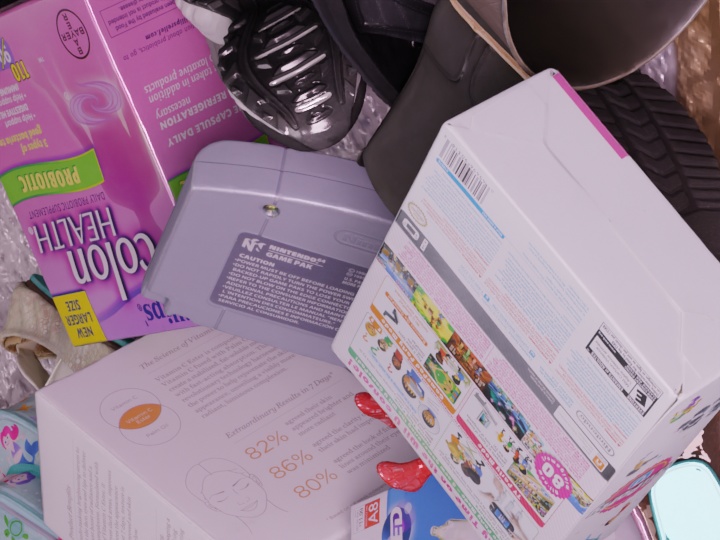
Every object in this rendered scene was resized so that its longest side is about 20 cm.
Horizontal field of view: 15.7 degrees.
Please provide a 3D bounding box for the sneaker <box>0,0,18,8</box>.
[{"bbox_3d":[-0.228,-0.211,1.542,0.087,0.074,0.201,53,145,36],"label":"sneaker"}]

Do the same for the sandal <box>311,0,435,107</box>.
[{"bbox_3d":[0.007,-0.140,1.215,0.048,0.076,0.200,-11,146,22],"label":"sandal"}]

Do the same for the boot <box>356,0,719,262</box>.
[{"bbox_3d":[0.078,-0.035,1.172,0.139,0.077,0.200,-59,43,34],"label":"boot"}]

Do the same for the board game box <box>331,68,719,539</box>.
[{"bbox_3d":[0.075,0.030,1.110,0.148,0.064,0.200,52,150,14],"label":"board game box"}]

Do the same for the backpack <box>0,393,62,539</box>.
[{"bbox_3d":[-0.166,0.168,1.667,0.200,0.150,0.178,39,143,37],"label":"backpack"}]

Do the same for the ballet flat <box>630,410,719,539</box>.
[{"bbox_3d":[0.143,0.077,1.194,0.071,0.069,0.201,-59,-50,-82],"label":"ballet flat"}]

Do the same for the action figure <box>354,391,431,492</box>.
[{"bbox_3d":[0.084,0.036,1.255,0.200,0.052,0.066,-34,52,25],"label":"action figure"}]

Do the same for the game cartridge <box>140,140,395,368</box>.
[{"bbox_3d":[0.000,0.000,1.310,0.199,0.041,0.133,17,147,-10],"label":"game cartridge"}]

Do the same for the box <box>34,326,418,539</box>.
[{"bbox_3d":[-0.065,0.125,1.483,0.200,0.152,0.107,36,139,34],"label":"box"}]

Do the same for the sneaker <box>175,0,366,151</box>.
[{"bbox_3d":[-0.035,-0.104,1.317,0.079,0.074,0.200,65,177,-29],"label":"sneaker"}]

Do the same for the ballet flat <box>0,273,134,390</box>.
[{"bbox_3d":[-0.172,0.057,1.627,0.067,0.062,0.200,28,180,-29],"label":"ballet flat"}]

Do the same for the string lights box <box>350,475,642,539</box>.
[{"bbox_3d":[0.078,0.142,1.292,0.200,0.059,0.103,-29,54,45],"label":"string lights box"}]

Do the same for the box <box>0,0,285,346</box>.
[{"bbox_3d":[-0.124,-0.071,1.466,0.176,0.097,0.201,-9,107,55],"label":"box"}]

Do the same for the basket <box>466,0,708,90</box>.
[{"bbox_3d":[0.053,-0.198,1.106,0.200,0.136,0.180,47,171,29],"label":"basket"}]
